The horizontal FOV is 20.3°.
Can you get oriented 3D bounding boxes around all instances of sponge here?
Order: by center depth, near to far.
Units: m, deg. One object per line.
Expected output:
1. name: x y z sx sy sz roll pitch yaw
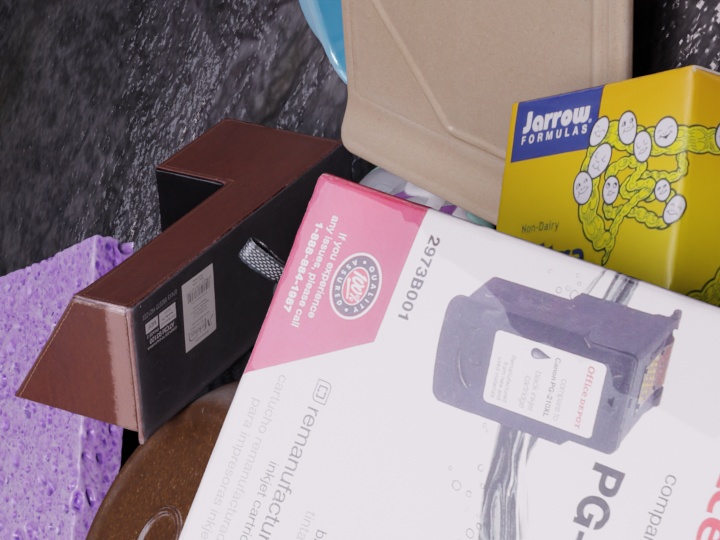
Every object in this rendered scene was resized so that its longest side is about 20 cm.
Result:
1. sponge: -0.169 0.088 1.091 0.111 0.030 0.201 -17 66 49

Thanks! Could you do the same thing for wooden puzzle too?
1. wooden puzzle: 0.057 -0.123 0.915 0.185 0.037 0.201 29 130 40

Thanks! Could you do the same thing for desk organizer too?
1. desk organizer: -0.084 -0.003 0.987 0.077 0.200 0.072 13 122 26

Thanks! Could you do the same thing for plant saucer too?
1. plant saucer: -0.082 0.133 0.920 0.200 0.037 0.201 -40 35 36

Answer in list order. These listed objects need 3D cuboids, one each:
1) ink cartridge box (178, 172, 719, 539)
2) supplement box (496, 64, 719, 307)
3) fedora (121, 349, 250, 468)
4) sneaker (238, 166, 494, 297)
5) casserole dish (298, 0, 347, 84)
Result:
1. ink cartridge box: 0.059 0.069 0.674 0.200 0.084 0.145 20 87 29
2. supplement box: 0.120 0.036 0.781 0.109 0.109 0.201 -7 72 55
3. fedora: -0.090 0.090 1.092 0.200 0.091 0.201 -22 62 48
4. sneaker: 0.000 0.000 0.944 0.078 0.140 0.200 -62 34 22
5. casserole dish: 0.036 -0.144 0.999 0.200 0.039 0.121 11 123 55
